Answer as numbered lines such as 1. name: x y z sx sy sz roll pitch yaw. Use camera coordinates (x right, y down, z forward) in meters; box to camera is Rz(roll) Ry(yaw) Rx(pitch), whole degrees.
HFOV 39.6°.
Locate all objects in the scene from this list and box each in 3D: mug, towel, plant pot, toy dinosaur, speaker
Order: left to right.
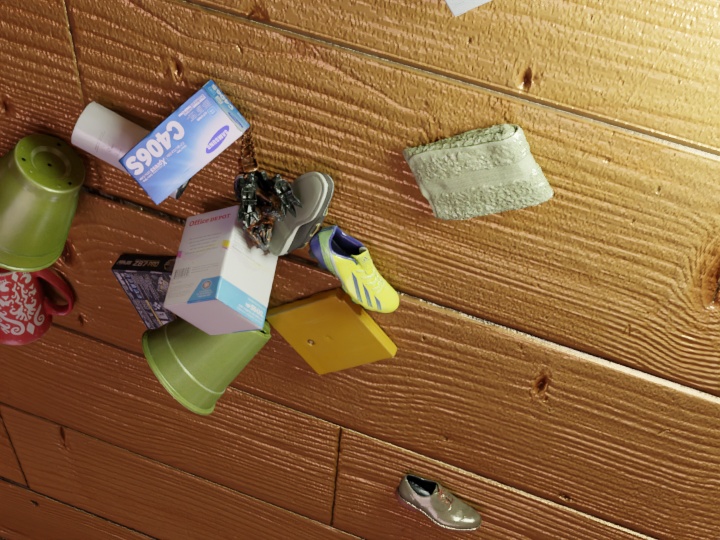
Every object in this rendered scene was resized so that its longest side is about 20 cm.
1. mug: -0.710 0.033 2.102 0.134 0.177 0.201 47 149 34
2. plant pot: -0.586 -0.134 1.784 0.200 0.201 0.193 36 128 -13
3. speaker: -0.375 -0.199 1.662 0.199 0.081 0.081 28 142 -3
4. plant pot: -0.276 0.134 1.886 0.190 0.200 0.200 -40 114 10
5. toy dinosaur: -0.173 -0.125 1.614 0.201 0.102 0.136 61 170 -27
6. towel: 0.170 -0.138 1.468 0.199 0.037 0.149 -9 131 35

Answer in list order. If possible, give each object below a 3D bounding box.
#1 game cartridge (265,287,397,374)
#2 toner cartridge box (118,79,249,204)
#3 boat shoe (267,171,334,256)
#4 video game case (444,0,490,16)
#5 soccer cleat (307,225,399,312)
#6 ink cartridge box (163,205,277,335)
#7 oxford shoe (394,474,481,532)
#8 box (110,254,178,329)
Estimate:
1. game cartridge: -0.056 0.116 1.887 0.199 0.033 0.176 -18 124 38
2. toner cartridge box: -0.278 -0.199 1.573 0.200 0.043 0.095 -36 105 24
3. boat shoe: -0.091 -0.097 1.642 0.201 0.060 0.072 -48 63 46
4. video game case: 0.138 -0.416 1.164 0.180 0.046 0.200 -12 128 39
5. soccer cleat: 0.000 0.000 1.696 0.200 0.065 0.084 41 135 -19
6. ink cartridge box: -0.231 -0.009 1.721 0.128 0.201 0.125 -8 148 35
7. oxford shoe: 0.173 0.504 2.166 0.199 0.071 0.075 21 136 5
8. box: -0.381 0.057 1.980 0.160 0.049 0.201 4 137 27
